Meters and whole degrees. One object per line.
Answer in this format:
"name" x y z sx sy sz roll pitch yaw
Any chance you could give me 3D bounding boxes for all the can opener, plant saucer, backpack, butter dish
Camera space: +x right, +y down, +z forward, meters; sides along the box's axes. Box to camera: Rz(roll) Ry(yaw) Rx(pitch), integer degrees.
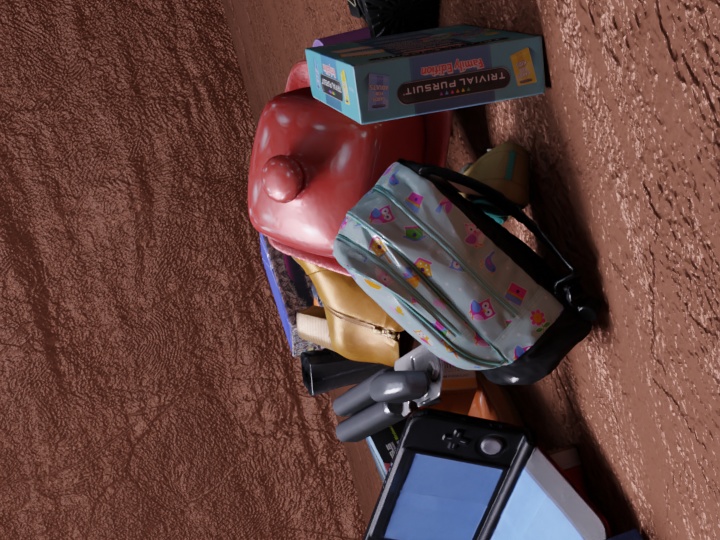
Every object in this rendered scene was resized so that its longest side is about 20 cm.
"can opener" 0.019 0.114 1.018 0.200 0.066 0.053 137 132 -58
"plant saucer" 0.159 0.205 1.237 0.200 0.032 0.202 165 90 -82
"backpack" 0.077 0.002 0.903 0.200 0.127 0.167 41 171 -10
"butter dish" -0.036 -0.089 1.031 0.199 0.148 0.201 18 106 32

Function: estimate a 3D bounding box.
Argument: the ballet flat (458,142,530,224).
"ballet flat" 0.115 -0.074 1.004 0.200 0.068 0.063 160 122 -79

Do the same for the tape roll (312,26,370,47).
"tape roll" 0.007 -0.194 1.346 0.200 0.084 0.201 164 90 -82

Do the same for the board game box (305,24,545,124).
"board game box" 0.047 -0.168 0.919 0.200 0.150 0.047 -130 31 -70

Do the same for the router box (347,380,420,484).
"router box" 0.059 0.224 1.150 0.150 0.062 0.201 -120 9 -53

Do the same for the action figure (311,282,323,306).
"action figure" -0.015 -0.025 1.297 0.201 0.104 0.194 -95 17 -52

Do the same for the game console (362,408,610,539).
"game console" 0.103 0.245 0.990 0.119 0.171 0.201 -92 17 -56

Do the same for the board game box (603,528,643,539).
"board game box" 0.181 0.316 0.946 0.035 0.135 0.201 -117 14 -48

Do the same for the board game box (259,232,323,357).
"board game box" -0.017 0.000 1.437 0.097 0.199 0.160 94 158 -62

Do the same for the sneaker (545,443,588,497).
"sneaker" 0.162 0.243 1.067 0.200 0.071 0.113 -44 60 62

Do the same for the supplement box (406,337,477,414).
"supplement box" 0.077 0.070 1.257 0.126 0.073 0.201 96 170 -59

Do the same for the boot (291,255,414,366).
"boot" 0.000 0.001 1.161 0.071 0.143 0.202 -33 -53 -55

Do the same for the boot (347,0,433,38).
"boot" 0.016 -0.314 1.103 0.212 0.079 0.158 88 164 -57

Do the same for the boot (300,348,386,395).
"boot" 0.021 0.112 1.391 0.165 0.199 0.066 137 117 -80
